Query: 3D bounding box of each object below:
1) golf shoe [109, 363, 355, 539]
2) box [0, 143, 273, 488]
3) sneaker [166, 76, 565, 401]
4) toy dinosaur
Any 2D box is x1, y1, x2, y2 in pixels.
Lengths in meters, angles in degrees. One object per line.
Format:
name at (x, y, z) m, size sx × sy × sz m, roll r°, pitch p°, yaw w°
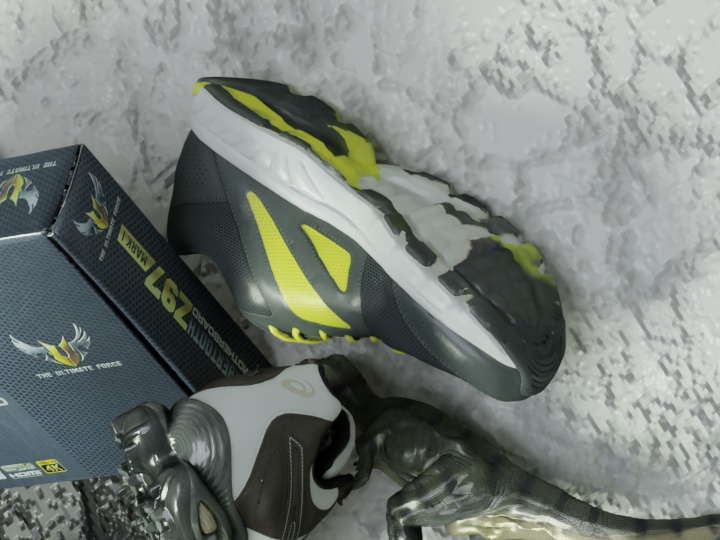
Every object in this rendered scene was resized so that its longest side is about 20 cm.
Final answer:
golf shoe at (-0.040, 0.095, 1.174) m, size 0.094 × 0.200 × 0.078 m, roll -28°, pitch 73°, yaw -10°
box at (-0.158, 0.027, 1.230) m, size 0.199 × 0.158 × 0.051 m, roll -9°, pitch 48°, yaw 30°
sneaker at (0.000, 0.000, 1.185) m, size 0.200 × 0.074 × 0.085 m, roll 39°, pitch 120°, yaw 30°
toy dinosaur at (0.041, 0.101, 1.182) m, size 0.199 × 0.047 × 0.089 m, roll 23°, pitch 100°, yaw 23°
